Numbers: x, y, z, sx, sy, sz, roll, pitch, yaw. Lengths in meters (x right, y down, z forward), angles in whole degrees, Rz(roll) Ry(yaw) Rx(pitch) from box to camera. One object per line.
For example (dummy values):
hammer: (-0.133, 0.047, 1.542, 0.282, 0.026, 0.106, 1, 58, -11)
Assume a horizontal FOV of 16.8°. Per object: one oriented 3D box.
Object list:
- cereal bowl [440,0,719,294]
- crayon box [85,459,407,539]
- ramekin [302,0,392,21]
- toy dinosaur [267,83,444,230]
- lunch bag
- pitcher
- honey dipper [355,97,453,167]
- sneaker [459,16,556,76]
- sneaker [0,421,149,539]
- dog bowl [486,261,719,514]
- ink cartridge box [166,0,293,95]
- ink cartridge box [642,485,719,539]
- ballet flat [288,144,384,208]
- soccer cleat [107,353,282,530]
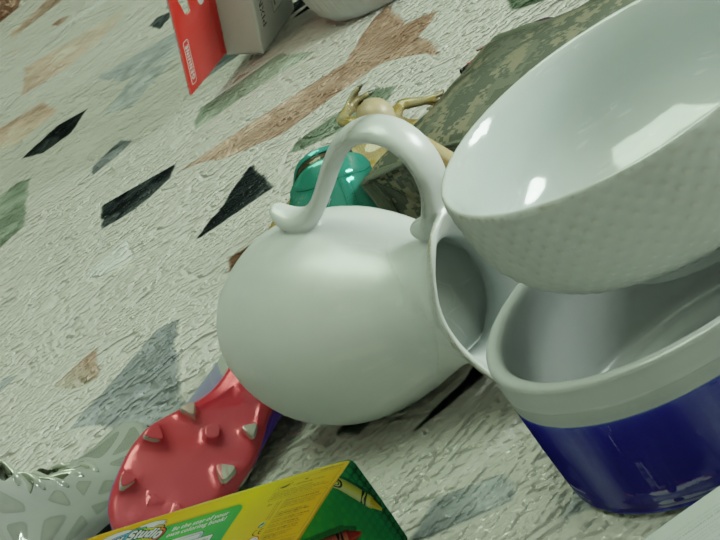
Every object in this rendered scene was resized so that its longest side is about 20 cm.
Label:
cereal bowl: (0.141, -0.055, 1.121, 0.199, 0.084, 0.200, -31, 19, 12)
crayon box: (-0.085, 0.174, 1.233, 0.199, 0.058, 0.119, -20, 23, 37)
ramekin: (0.011, -0.311, 2.172, 0.199, 0.105, 0.200, -31, 20, 12)
toy dinosaur: (-0.002, -0.082, 1.713, 0.199, 0.058, 0.101, -27, 21, 22)
lunch bag: (0.129, -0.081, 1.398, 0.199, 0.118, 0.164, -20, 22, 49)
pitcher: (0.000, 0.000, 1.333, 0.199, 0.172, 0.121, -11, 25, 48)
honey dipper: (0.079, -0.042, 1.323, 0.199, 0.038, 0.038, 33, 61, 24)
sneaker: (0.135, -0.134, 1.575, 0.075, 0.081, 0.200, -38, 18, -16)
sneaker: (-0.188, 0.127, 1.429, 0.075, 0.116, 0.201, -20, 23, 36)
dog bowl: (0.163, 0.022, 1.152, 0.199, 0.079, 0.200, -31, 20, 12)
ink cartridge box: (-0.124, -0.284, 2.190, 0.044, 0.201, 0.176, 0, 32, 21)
ink cartridge box: (0.159, 0.146, 0.887, 0.104, 0.059, 0.200, -35, 19, 1)
ballet flat: (-0.016, -0.005, 1.498, 0.067, 0.071, 0.200, -18, -21, -10)
soccer cleat: (-0.080, 0.092, 1.441, 0.200, 0.066, 0.077, -56, -12, -28)
